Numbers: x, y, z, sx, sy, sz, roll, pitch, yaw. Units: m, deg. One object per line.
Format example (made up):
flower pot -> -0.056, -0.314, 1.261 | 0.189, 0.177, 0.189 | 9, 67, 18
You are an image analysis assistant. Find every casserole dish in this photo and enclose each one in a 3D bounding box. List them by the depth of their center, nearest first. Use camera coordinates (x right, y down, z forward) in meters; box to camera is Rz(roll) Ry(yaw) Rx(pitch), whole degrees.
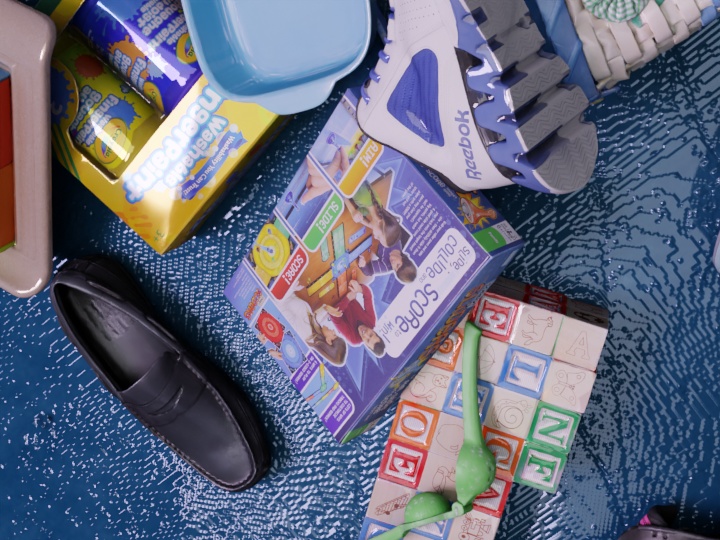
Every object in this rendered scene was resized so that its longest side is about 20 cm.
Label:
casserole dish -> -0.051, -0.191, 0.775 | 0.121, 0.039, 0.200 | -11, 95, 28

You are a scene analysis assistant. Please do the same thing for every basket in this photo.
basket -> 0.099, -0.175, 0.777 | 0.200, 0.139, 0.176 | -24, 96, 19

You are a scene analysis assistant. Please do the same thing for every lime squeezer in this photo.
lime squeezer -> 0.041, 0.134, 0.845 | 0.071, 0.038, 0.200 | 34, 105, 2

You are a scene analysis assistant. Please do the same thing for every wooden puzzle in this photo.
wooden puzzle -> -0.275, -0.098, 0.864 | 0.185, 0.037, 0.200 | 28, 126, 22

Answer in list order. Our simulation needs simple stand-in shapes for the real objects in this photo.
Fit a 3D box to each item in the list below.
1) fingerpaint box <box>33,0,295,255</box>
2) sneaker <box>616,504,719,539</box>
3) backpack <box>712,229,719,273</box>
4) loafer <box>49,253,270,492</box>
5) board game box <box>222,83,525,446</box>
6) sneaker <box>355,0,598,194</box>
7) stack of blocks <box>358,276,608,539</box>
fingerpaint box -> -0.120, -0.140, 0.864 | 0.167, 0.073, 0.200 | 43, 105, 0
sneaker -> 0.191, 0.201, 0.884 | 0.200, 0.077, 0.084 | -17, 80, 10
backpack -> 0.293, -0.024, 0.751 | 0.151, 0.200, 0.178 | 30, 106, 24
loafer -> -0.141, 0.076, 0.910 | 0.068, 0.070, 0.201 | -40, 92, 15
board game box -> 0.000, 0.000, 0.826 | 0.135, 0.034, 0.200 | 51, 134, 16
sneaker -> 0.036, -0.122, 0.710 | 0.115, 0.081, 0.199 | -14, 103, 44
stack of blocks -> 0.080, 0.107, 0.883 | 0.115, 0.059, 0.200 | 18, 103, 6
